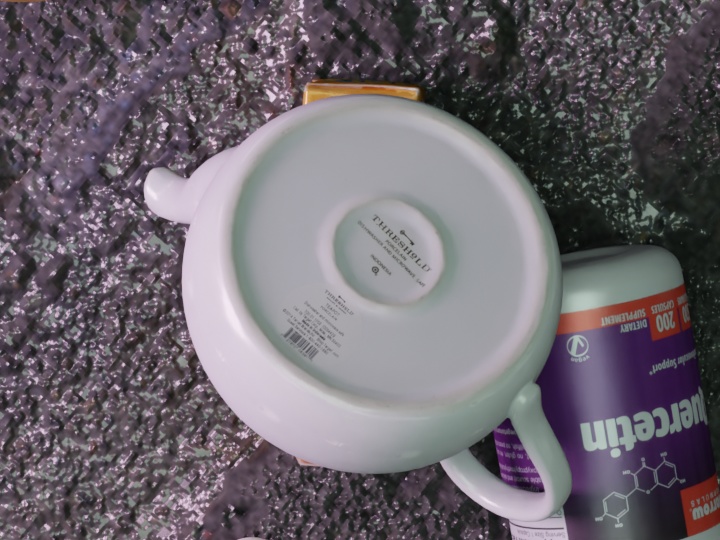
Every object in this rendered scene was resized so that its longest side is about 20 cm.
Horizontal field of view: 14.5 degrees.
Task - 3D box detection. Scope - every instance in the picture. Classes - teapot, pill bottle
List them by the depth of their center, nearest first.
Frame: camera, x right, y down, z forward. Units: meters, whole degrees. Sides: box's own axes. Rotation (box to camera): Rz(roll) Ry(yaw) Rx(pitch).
[{"bbox_3d":[0.002,0.021,1.393,0.196,0.146,0.201,0,67,-13],"label":"teapot"},{"bbox_3d":[0.127,0.092,1.472,0.112,0.112,0.201,-11,95,4],"label":"pill bottle"}]

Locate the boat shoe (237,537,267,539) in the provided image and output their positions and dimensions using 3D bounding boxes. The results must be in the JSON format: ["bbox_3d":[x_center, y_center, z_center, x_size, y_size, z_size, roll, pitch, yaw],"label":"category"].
[{"bbox_3d":[-0.068,0.247,1.521,0.072,0.060,0.203,9,96,2],"label":"boat shoe"}]

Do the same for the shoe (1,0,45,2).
[{"bbox_3d":[-0.138,-0.190,1.493,0.199,0.053,0.070,-9,127,7],"label":"shoe"}]

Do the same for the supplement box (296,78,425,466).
[{"bbox_3d":[0.000,0.000,1.493,0.068,0.067,0.201,0,96,3],"label":"supplement box"}]
